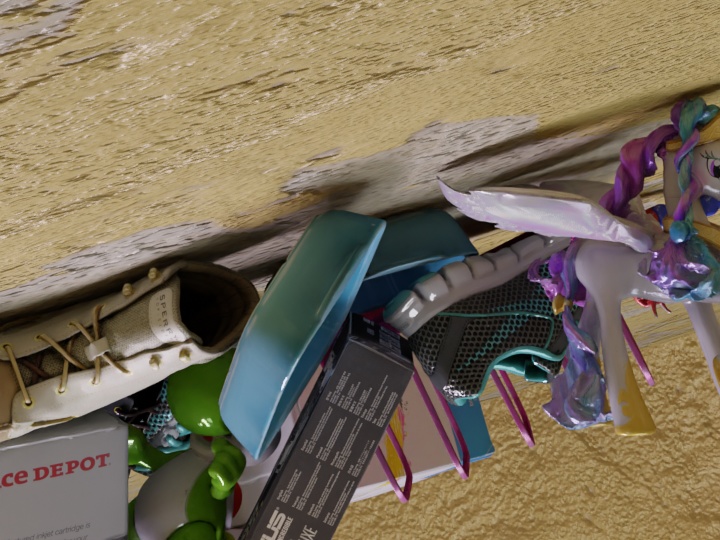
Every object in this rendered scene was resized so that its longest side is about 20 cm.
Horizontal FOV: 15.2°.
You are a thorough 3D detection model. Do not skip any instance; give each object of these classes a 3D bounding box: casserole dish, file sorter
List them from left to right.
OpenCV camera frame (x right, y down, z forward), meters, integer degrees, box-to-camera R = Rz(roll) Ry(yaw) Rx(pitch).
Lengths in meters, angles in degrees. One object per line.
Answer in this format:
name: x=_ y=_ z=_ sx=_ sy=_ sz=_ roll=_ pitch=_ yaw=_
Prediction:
casserole dish: x=-0.039 y=0.034 z=1.570 sx=0.121 sy=0.039 sz=0.200 roll=-57 pitch=175 yaw=-25
casserole dish: x=0.000 y=0.000 z=1.745 sx=0.121 sy=0.039 sz=0.200 roll=-15 pitch=174 yaw=-19
file sorter: x=0.089 y=0.059 z=1.853 sx=0.199 sy=0.126 sz=0.139 roll=-27 pitch=-176 yaw=5

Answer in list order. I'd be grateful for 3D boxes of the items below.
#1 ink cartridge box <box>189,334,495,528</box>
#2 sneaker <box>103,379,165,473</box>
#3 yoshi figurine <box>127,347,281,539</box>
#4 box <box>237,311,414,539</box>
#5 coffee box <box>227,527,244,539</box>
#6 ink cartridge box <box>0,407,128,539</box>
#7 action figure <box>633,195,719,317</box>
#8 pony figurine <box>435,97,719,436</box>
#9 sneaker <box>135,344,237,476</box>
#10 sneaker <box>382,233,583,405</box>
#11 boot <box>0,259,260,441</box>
ink cartridge box: x=-0.030 y=0.107 z=2.059 sx=0.147 sy=0.145 sz=0.200 roll=-22 pitch=172 yaw=42
sneaker: x=-0.159 y=0.098 z=1.841 sx=0.200 sy=0.107 sz=0.075 roll=-24 pitch=170 yaw=38
yoshi figurine: x=-0.116 y=0.127 z=1.758 sx=0.201 sy=0.112 sz=0.112 roll=-61 pitch=-178 yaw=-3
box: x=-0.030 y=0.133 z=1.715 sx=0.050 sy=0.201 sz=0.158 roll=26 pitch=-175 yaw=-2
coffee box: x=-0.170 y=0.236 z=1.957 sx=0.114 sy=0.080 sz=0.200 roll=-22 pitch=162 yaw=41
ink cartridge box: x=-0.227 y=0.188 z=1.697 sx=0.145 sy=0.201 sz=0.084 roll=-9 pitch=-159 yaw=-33
action figure: x=0.230 y=-0.012 z=1.982 sx=0.199 sy=0.099 sz=0.065 roll=-9 pitch=169 yaw=-36
pony figurine: x=0.154 y=-0.006 z=1.596 sx=0.192 sy=0.201 sz=0.166 roll=-3 pitch=-176 yaw=17
sneaker: x=-0.139 y=0.101 z=1.921 sx=0.199 sy=0.092 sz=0.077 roll=-21 pitch=173 yaw=30
sneaker: x=0.113 y=0.026 z=1.712 sx=0.199 sy=0.092 sz=0.078 roll=-22 pitch=172 yaw=-23
boot: x=-0.167 y=0.049 z=1.596 sx=0.154 sy=0.072 sz=0.200 roll=-21 pitch=177 yaw=36
